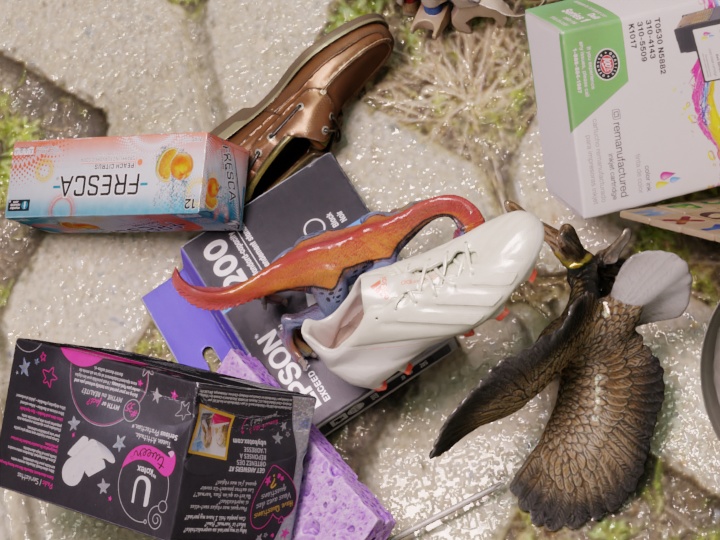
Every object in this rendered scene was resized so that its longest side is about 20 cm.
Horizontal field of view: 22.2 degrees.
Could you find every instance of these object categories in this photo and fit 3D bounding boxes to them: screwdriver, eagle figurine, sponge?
[{"bbox_3d":[0.016,0.202,1.363,0.200,0.029,0.028,-29,64,6],"label":"screwdriver"},{"bbox_3d":[0.148,0.072,1.338,0.151,0.151,0.201,14,61,8],"label":"eagle figurine"},{"bbox_3d":[-0.066,0.162,1.364,0.200,0.030,0.112,46,107,36],"label":"sponge"}]

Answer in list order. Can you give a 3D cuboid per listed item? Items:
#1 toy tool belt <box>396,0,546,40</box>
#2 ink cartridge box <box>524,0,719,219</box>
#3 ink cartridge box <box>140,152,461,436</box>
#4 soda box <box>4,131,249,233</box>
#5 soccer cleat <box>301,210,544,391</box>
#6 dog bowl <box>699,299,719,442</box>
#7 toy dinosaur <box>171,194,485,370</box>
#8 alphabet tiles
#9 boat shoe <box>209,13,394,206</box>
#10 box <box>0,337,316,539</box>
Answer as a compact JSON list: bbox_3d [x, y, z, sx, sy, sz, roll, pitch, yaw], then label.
[{"bbox_3d":[0.073,-0.252,1.500,0.199,0.123,0.125,22,77,13],"label":"toy tool belt"},{"bbox_3d":[0.234,-0.137,1.353,0.199,0.145,0.084,-14,21,-11],"label":"ink cartridge box"},{"bbox_3d":[-0.055,0.036,1.446,0.200,0.043,0.198,-34,64,0],"label":"ink cartridge box"},{"bbox_3d":[-0.189,-0.069,1.479,0.199,0.064,0.069,0,79,31],"label":"soda box"},{"bbox_3d":[0.043,0.017,1.292,0.200,0.077,0.069,-37,33,30],"label":"soccer cleat"},{"bbox_3d":[0.341,0.069,1.279,0.199,0.059,0.201,3,100,19],"label":"dog bowl"},{"bbox_3d":[0.000,0.000,1.343,0.181,0.200,0.105,-37,67,37],"label":"toy dinosaur"},{"bbox_3d":[0.309,-0.033,1.286,0.200,0.167,0.008,19,113,56],"label":"alphabet tiles"},{"bbox_3d":[-0.042,-0.123,1.497,0.200,0.072,0.068,-41,64,8],"label":"boat shoe"},{"bbox_3d":[-0.151,0.126,1.338,0.200,0.132,0.115,11,90,41],"label":"box"}]
